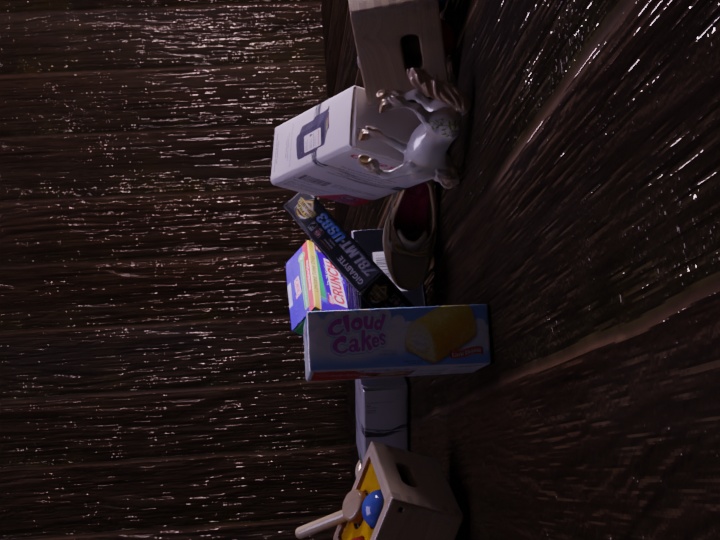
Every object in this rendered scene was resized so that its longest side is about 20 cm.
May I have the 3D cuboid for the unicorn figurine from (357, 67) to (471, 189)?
[{"bbox_3d":[0.069,-0.146,1.361,0.200,0.136,0.075,130,149,-62],"label":"unicorn figurine"}]

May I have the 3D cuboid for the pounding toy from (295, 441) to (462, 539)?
[{"bbox_3d":[0.018,0.338,1.567,0.200,0.141,0.186,-116,46,-69],"label":"pounding toy"}]

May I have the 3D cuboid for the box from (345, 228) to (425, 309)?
[{"bbox_3d":[0.037,0.042,1.857,0.201,0.103,0.150,98,167,-64],"label":"box"}]

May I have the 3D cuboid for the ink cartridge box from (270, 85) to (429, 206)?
[{"bbox_3d":[-0.005,-0.155,1.530,0.199,0.143,0.085,-16,66,55],"label":"ink cartridge box"}]

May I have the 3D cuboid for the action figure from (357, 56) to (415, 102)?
[{"bbox_3d":[0.041,-0.252,1.659,0.200,0.101,0.120,94,-177,-66],"label":"action figure"}]

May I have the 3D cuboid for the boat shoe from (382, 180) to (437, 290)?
[{"bbox_3d":[0.067,-0.054,1.610,0.069,0.073,0.202,-90,0,-61],"label":"boat shoe"}]

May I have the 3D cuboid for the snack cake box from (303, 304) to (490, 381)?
[{"bbox_3d":[0.037,0.081,1.313,0.115,0.197,0.068,119,149,-80],"label":"snack cake box"}]

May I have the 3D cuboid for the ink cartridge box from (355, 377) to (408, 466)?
[{"bbox_3d":[0.036,0.256,2.098,0.146,0.083,0.202,-104,12,-63],"label":"ink cartridge box"}]

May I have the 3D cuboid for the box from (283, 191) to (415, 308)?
[{"bbox_3d":[0.000,0.000,1.638,0.200,0.050,0.199,47,-179,35],"label":"box"}]

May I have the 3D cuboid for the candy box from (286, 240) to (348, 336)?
[{"bbox_3d":[-0.025,0.060,2.030,0.077,0.198,0.170,-48,32,31],"label":"candy box"}]

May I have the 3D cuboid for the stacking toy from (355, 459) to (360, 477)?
[{"bbox_3d":[0.040,0.434,2.284,0.201,0.084,0.086,82,-179,-49],"label":"stacking toy"}]

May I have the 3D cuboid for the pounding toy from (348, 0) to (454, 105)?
[{"bbox_3d":[0.059,-0.312,1.365,0.201,0.140,0.186,75,-172,-56],"label":"pounding toy"}]
